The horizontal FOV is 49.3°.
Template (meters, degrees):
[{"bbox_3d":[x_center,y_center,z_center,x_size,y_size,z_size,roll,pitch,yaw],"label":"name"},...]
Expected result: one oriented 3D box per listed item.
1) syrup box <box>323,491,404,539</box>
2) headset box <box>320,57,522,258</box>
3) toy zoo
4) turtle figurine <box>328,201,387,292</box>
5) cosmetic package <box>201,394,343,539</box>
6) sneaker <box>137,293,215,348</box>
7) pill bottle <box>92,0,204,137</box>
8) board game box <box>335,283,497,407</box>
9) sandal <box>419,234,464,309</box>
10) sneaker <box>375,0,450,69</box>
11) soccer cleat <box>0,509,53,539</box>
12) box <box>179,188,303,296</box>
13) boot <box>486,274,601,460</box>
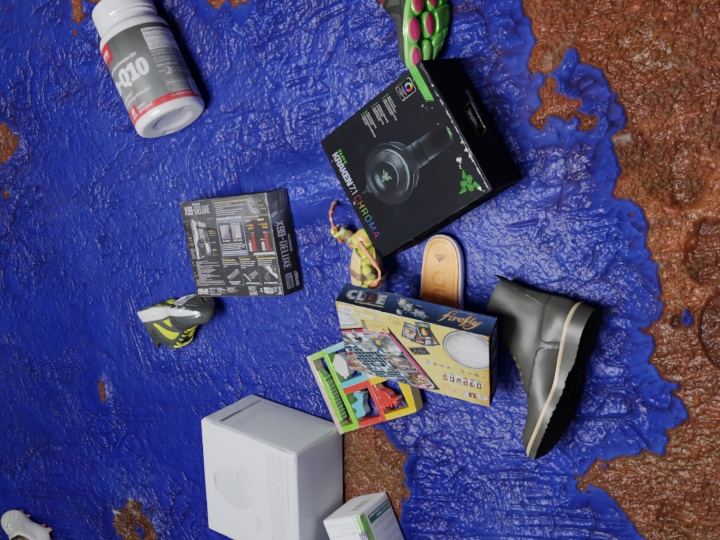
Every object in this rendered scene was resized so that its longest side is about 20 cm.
[{"bbox_3d":[0.028,0.451,1.189,0.081,0.079,0.202,-22,89,39],"label":"syrup box"},{"bbox_3d":[0.077,-0.140,0.969,0.199,0.093,0.175,-30,85,38],"label":"headset box"},{"bbox_3d":[0.013,0.157,1.144,0.199,0.020,0.132,-26,87,43],"label":"toy zoo"},{"bbox_3d":[0.000,0.000,1.078,0.200,0.064,0.163,-125,33,-52],"label":"turtle figurine"},{"bbox_3d":[-0.137,0.331,1.252,0.199,0.123,0.201,12,110,36],"label":"cosmetic package"},{"bbox_3d":[-0.306,0.091,1.352,0.199,0.074,0.085,-7,105,47],"label":"sneaker"},{"bbox_3d":[-0.332,-0.320,1.215,0.114,0.114,0.201,-28,86,39],"label":"pill bottle"},{"bbox_3d":[0.072,0.094,0.986,0.198,0.035,0.136,13,137,21],"label":"board game box"},{"bbox_3d":[0.096,0.058,1.034,0.079,0.059,0.209,6,108,36],"label":"sandal"},{"bbox_3d":[0.052,-0.343,0.953,0.084,0.076,0.202,-4,98,56],"label":"sneaker"},{"bbox_3d":[-0.825,0.632,1.896,0.199,0.077,0.070,5,107,36],"label":"soccer cleat"},{"bbox_3d":[-0.190,-0.040,1.230,0.199,0.050,0.159,-2,101,38],"label":"box"},{"bbox_3d":[0.204,0.115,0.969,0.138,0.077,0.202,25,105,35],"label":"boot"}]
